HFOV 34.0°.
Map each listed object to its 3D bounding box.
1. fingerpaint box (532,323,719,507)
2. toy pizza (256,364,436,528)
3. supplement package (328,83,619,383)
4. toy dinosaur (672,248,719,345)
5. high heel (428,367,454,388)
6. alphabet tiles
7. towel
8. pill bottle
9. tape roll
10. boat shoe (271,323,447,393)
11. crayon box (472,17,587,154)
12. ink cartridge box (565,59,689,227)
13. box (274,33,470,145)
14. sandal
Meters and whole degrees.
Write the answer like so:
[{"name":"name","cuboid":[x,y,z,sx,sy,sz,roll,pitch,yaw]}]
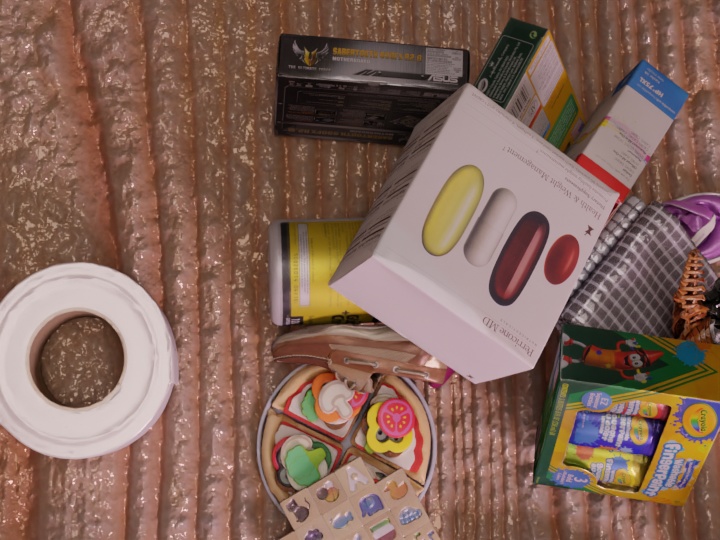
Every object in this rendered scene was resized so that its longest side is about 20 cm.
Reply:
[{"name":"fingerpaint box","cuboid":[0.271,0.153,1.201,0.164,0.201,0.074,8,50,4]},{"name":"toy pizza","cuboid":[-0.014,0.189,1.270,0.197,0.032,0.204,1,83,-5]},{"name":"supplement package","cuboid":[0.108,-0.030,1.150,0.190,0.147,0.202,33,71,-9]},{"name":"toy dinosaur","cuboid":[0.363,0.055,1.180,0.134,0.200,0.103,-26,62,8]},{"name":"high heel","cuboid":[0.149,0.052,1.281,0.095,0.068,0.202,26,78,9]},{"name":"alphabet tiles","cuboid":[0.004,0.308,1.250,0.165,0.006,0.202,-29,97,-5]},{"name":"towel","cuboid":[0.305,0.045,1.250,0.166,0.085,0.200,-50,120,-8]},{"name":"pill bottle","cuboid":[0.000,0.000,1.255,0.196,0.112,0.114,-2,83,-5]},{"name":"tape roll","cuboid":[-0.292,0.096,1.238,0.199,0.071,0.206,1,82,-5]},{"name":"boat shoe","cuboid":[-0.001,0.093,1.238,0.197,0.076,0.073,-3,84,18]},{"name":"crayon box","cuboid":[0.177,-0.162,1.273,0.051,0.200,0.127,24,79,30]},{"name":"ink cartridge box","cuboid":[0.261,-0.116,1.274,0.067,0.116,0.201,36,69,-1]},{"name":"box","cuboid":[0.007,-0.188,1.255,0.196,0.159,0.049,4,74,-4]},{"name":"sandal","cuboid":[0.349,-0.045,1.322,0.199,0.050,0.084,-7,84,-5]}]
